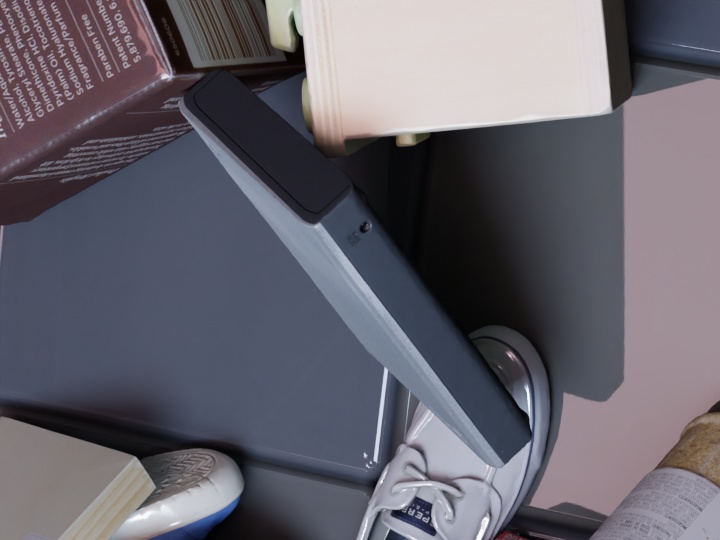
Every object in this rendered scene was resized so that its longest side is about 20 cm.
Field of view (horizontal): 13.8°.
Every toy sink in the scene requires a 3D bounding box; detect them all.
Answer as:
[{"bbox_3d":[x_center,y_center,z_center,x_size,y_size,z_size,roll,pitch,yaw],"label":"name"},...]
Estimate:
[{"bbox_3d":[0.026,-0.118,1.449,0.199,0.130,0.113,-5,96,9],"label":"toy sink"}]

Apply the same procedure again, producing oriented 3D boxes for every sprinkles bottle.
[{"bbox_3d":[0.136,0.150,1.428,0.068,0.200,0.068,24,136,25],"label":"sprinkles bottle"}]

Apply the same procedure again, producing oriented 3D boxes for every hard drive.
[{"bbox_3d":[0.000,0.000,1.449,0.033,0.200,0.140,-42,42,-5],"label":"hard drive"}]

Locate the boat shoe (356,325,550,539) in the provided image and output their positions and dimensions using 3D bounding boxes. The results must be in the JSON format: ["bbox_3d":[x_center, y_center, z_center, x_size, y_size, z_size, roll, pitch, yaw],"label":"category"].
[{"bbox_3d":[0.041,0.126,1.536,0.073,0.065,0.201,22,105,18],"label":"boat shoe"}]

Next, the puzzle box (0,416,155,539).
[{"bbox_3d":[-0.215,0.163,1.566,0.133,0.200,0.025,12,142,49],"label":"puzzle box"}]

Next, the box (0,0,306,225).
[{"bbox_3d":[-0.168,-0.132,1.524,0.199,0.166,0.165,-26,85,23],"label":"box"}]

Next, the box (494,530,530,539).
[{"bbox_3d":[0.135,0.221,1.493,0.199,0.095,0.100,19,113,18],"label":"box"}]

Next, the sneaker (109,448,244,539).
[{"bbox_3d":[-0.137,0.181,1.616,0.199,0.077,0.112,-27,109,5],"label":"sneaker"}]
